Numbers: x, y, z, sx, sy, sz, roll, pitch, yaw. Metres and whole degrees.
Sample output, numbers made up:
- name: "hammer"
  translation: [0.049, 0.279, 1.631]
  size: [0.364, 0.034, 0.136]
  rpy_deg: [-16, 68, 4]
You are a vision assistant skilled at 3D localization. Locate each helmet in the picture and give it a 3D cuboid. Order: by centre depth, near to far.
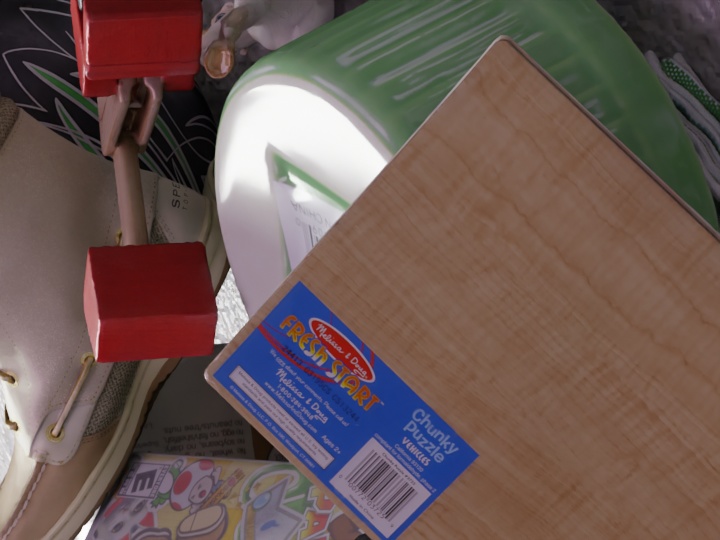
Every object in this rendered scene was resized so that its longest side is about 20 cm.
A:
- name: "helmet"
  translation: [-0.161, -0.047, 0.992]
  size: [0.190, 0.199, 0.202]
  rpy_deg: [-13, 98, 52]

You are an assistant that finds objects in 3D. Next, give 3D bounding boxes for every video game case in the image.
- name: "video game case"
  translation: [-0.071, 0.166, 0.797]
  size: [0.181, 0.201, 0.023]
  rpy_deg: [-2, 144, 43]

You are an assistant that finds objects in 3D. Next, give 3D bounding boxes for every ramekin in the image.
- name: "ramekin"
  translation: [0.031, -0.009, 0.737]
  size: [0.200, 0.097, 0.201]
  rpy_deg: [40, 144, 39]

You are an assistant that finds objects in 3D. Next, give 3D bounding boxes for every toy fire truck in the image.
- name: "toy fire truck"
  translation: [-0.094, -0.078, 0.813]
  size: [0.201, 0.048, 0.142]
  rpy_deg: [-106, 18, -45]

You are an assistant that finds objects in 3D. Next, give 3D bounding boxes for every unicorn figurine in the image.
- name: "unicorn figurine"
  translation: [-0.035, -0.129, 0.835]
  size: [0.073, 0.138, 0.201]
  rpy_deg: [26, 120, -7]

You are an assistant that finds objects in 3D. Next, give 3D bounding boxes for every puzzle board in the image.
- name: "puzzle board"
  translation: [0.069, 0.048, 0.636]
  size: [0.200, 0.017, 0.151]
  rpy_deg: [43, 109, 1]

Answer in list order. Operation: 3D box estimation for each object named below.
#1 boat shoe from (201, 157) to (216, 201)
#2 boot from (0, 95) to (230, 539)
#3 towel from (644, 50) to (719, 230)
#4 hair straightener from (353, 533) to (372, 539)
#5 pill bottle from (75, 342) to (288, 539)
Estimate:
- name: "boat shoe"
  translation: [-0.005, 0.001, 0.888]
  size: [0.203, 0.074, 0.075]
  rpy_deg: [49, 136, 27]
- name: "boot"
  translation: [-0.163, 0.028, 0.876]
  size: [0.201, 0.154, 0.072]
  rpy_deg: [-60, 22, 4]
- name: "towel"
  translation: [0.116, 0.035, 0.752]
  size: [0.150, 0.031, 0.201]
  rpy_deg: [54, 148, 24]
- name: "hair straightener"
  translation: [0.072, 0.092, 0.688]
  size: [0.077, 0.199, 0.041]
  rpy_deg: [45, -157, -58]
- name: "pill bottle"
  translation: [-0.086, 0.143, 0.987]
  size: [0.114, 0.113, 0.202]
  rpy_deg: [-20, 75, 60]
